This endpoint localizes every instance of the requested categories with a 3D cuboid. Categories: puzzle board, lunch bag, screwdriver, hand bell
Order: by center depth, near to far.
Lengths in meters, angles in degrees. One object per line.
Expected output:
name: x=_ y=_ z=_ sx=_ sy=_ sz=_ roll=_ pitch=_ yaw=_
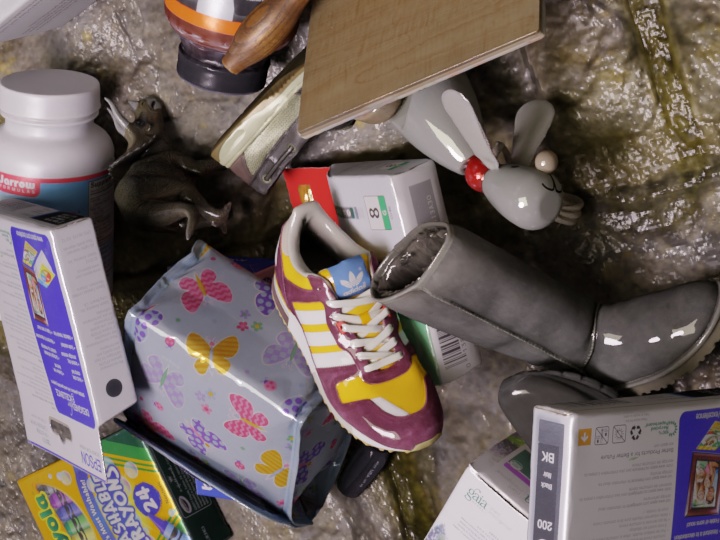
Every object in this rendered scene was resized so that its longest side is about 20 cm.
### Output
puzzle board: x=0.046 y=-0.181 z=1.584 sx=0.200 sy=0.151 sz=0.017 roll=-21 pitch=134 yaw=28
hand bell: x=-0.029 y=-0.215 z=1.623 sx=0.200 sy=0.104 sz=0.104 roll=-45 pitch=77 yaw=22
lunch bag: x=-0.095 y=0.106 z=1.735 sx=0.169 sy=0.127 sz=0.200 roll=31 pitch=144 yaw=14
screwdriver: x=0.029 y=0.108 z=1.765 sx=0.029 sy=0.028 sz=0.200 roll=24 pitch=125 yaw=-5

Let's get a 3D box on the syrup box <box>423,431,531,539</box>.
syrup box: x=0.090 y=0.228 z=1.729 sx=0.079 sy=0.081 sz=0.200 roll=39 pitch=124 yaw=17

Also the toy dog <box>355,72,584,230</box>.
toy dog: x=0.082 y=-0.115 z=1.596 sx=0.200 sy=0.132 sz=0.097 roll=32 pitch=109 yaw=21

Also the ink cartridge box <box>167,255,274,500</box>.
ink cartridge box: x=-0.099 y=0.090 z=1.843 sx=0.094 sy=0.044 sz=0.201 roll=4 pitch=108 yaw=36

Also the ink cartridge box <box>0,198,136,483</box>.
ink cartridge box: x=-0.234 y=0.050 z=1.741 sx=0.198 sy=0.043 sz=0.201 roll=14 pitch=116 yaw=63

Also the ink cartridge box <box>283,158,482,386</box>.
ink cartridge box: x=0.000 y=0.000 z=1.699 sx=0.200 sy=0.050 sz=0.161 roll=0 pitch=108 yaw=53

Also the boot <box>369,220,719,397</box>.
boot: x=0.134 y=0.017 z=1.570 sx=0.200 sy=0.073 sz=0.182 roll=36 pitch=130 yaw=-21

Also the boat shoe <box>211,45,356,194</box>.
boat shoe: x=-0.029 y=-0.134 z=1.707 sx=0.066 sy=0.072 sz=0.201 roll=43 pitch=117 yaw=-12

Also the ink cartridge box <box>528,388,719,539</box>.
ink cartridge box: x=0.197 y=0.185 z=1.535 sx=0.043 sy=0.198 sz=0.201 roll=9 pitch=99 yaw=51

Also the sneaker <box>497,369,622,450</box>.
sneaker: x=0.171 y=0.150 z=1.597 sx=0.200 sy=0.091 sz=0.076 roll=42 pitch=140 yaw=-14

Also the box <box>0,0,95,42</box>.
box: x=-0.262 y=-0.312 z=1.773 sx=0.199 sy=0.131 sz=0.200 roll=-31 pitch=86 yaw=39

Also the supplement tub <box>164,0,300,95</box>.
supplement tub: x=-0.089 y=-0.236 z=1.688 sx=0.107 sy=0.107 sz=0.201 roll=25 pitch=118 yaw=27

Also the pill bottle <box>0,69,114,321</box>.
pill bottle: x=-0.259 y=-0.060 z=1.868 sx=0.108 sy=0.109 sz=0.201 roll=15 pitch=114 yaw=31

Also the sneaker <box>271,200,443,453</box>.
sneaker: x=-0.005 y=0.041 z=1.614 sx=0.200 sy=0.075 sz=0.090 roll=52 pitch=153 yaw=30

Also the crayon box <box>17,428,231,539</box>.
crayon box: x=-0.219 y=0.213 z=1.969 sx=0.200 sy=0.052 sz=0.126 roll=-27 pitch=89 yaw=39

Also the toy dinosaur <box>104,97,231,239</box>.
toy dinosaur: x=-0.155 y=-0.058 z=1.780 sx=0.102 sy=0.200 sz=0.077 roll=2 pitch=125 yaw=-6
